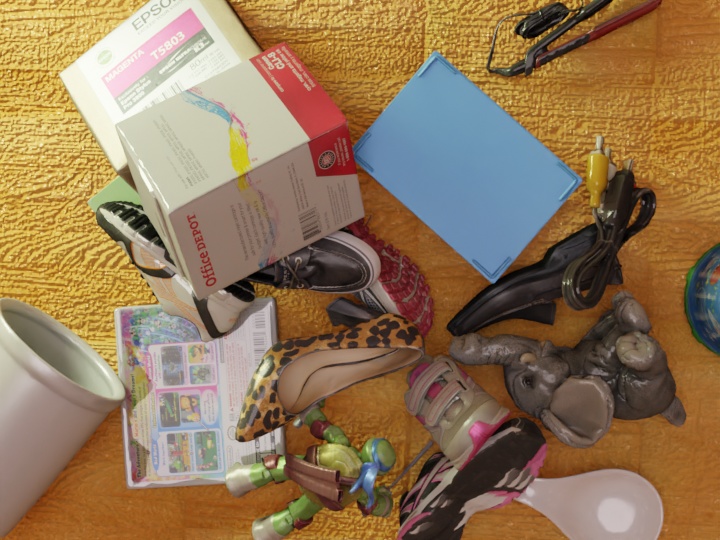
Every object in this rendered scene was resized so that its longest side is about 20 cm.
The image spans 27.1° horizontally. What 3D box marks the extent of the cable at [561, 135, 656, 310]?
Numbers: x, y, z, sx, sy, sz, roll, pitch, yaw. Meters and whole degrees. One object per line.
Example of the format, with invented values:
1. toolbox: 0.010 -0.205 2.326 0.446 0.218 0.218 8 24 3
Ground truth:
1. cable: 0.253 -0.037 1.552 0.097 0.050 0.201 38 63 -35

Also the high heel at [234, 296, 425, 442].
1. high heel: -0.031 0.113 1.513 0.200 0.142 0.072 -48 130 -20

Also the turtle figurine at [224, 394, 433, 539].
1. turtle figurine: -0.032 0.207 1.592 0.193 0.201 0.144 -26 126 22

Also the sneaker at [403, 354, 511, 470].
1. sneaker: 0.087 0.138 1.523 0.088 0.200 0.081 42 87 -11

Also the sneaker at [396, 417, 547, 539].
1. sneaker: 0.104 0.213 1.570 0.200 0.087 0.080 -41 122 18

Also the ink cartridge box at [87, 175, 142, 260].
1. ink cartridge box: -0.187 -0.084 1.636 0.200 0.048 0.146 -38 87 2

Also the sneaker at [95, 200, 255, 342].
1. sneaker: -0.211 0.001 1.603 0.200 0.074 0.080 38 114 10

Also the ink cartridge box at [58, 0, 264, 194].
1. ink cartridge box: -0.200 -0.201 1.588 0.200 0.075 0.165 -38 59 3

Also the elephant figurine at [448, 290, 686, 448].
1. elephant figurine: 0.217 0.116 1.558 0.199 0.142 0.156 -26 65 3

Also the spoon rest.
1. spoon rest: 0.224 0.246 1.587 0.198 0.061 0.100 16 92 6

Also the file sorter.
1. file sorter: 0.110 -0.104 1.567 0.200 0.123 0.139 42 93 4

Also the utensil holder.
1. utensil holder: -0.377 0.160 1.594 0.170 0.170 0.200 39 95 4

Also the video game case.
1. video game case: -0.175 0.135 1.646 0.180 0.024 0.202 -4 90 6

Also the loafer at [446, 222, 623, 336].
1. loafer: 0.186 0.028 1.586 0.199 0.073 0.073 -31 90 6

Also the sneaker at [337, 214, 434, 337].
1. sneaker: 0.000 0.000 1.609 0.200 0.081 0.075 47 124 3

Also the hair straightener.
1. hair straightener: 0.220 -0.272 1.604 0.199 0.041 0.077 -28 87 9

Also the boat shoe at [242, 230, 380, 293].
1. boat shoe: -0.080 -0.010 1.553 0.198 0.066 0.070 15 120 15

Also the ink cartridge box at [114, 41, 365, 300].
1. ink cartridge box: -0.120 -0.099 1.500 0.199 0.146 0.145 -27 54 -13

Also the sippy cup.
1. sippy cup: 0.407 0.031 1.533 0.139 0.130 0.178 -41 87 5
